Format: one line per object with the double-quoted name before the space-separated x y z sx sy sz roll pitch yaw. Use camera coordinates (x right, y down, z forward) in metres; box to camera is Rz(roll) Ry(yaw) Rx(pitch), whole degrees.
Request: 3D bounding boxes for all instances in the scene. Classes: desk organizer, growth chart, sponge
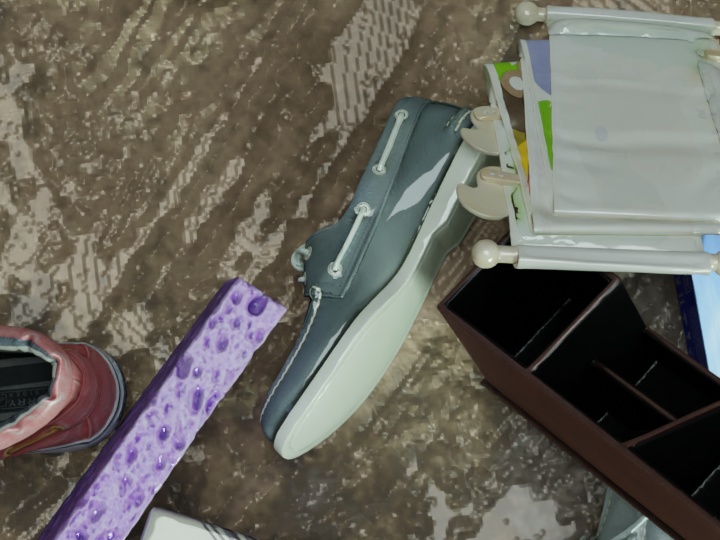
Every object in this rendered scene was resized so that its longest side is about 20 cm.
"desk organizer" 0.131 0.061 0.851 0.072 0.077 0.200 -45 49 -8
"growth chart" 0.122 -0.069 0.902 0.144 0.018 0.200 8 48 2
"sponge" -0.108 0.092 0.875 0.030 0.112 0.200 36 82 -6

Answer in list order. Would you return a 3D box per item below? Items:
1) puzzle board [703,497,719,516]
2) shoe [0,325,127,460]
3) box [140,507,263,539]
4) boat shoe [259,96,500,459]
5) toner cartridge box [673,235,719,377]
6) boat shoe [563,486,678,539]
"puzzle board" 0.273 0.148 0.878 0.199 0.017 0.151 -20 85 -17
"shoe" -0.218 0.065 0.875 0.199 0.091 0.072 -9 78 9
"box" -0.017 0.181 0.885 0.199 0.068 0.082 16 81 1
"boat shoe" 0.000 0.000 0.919 0.062 0.073 0.200 29 79 17
"toner cartridge box" 0.219 0.067 0.920 0.095 0.043 0.201 -9 82 -1
"boat shoe" 0.117 0.180 0.884 0.064 0.074 0.203 13 88 -12
